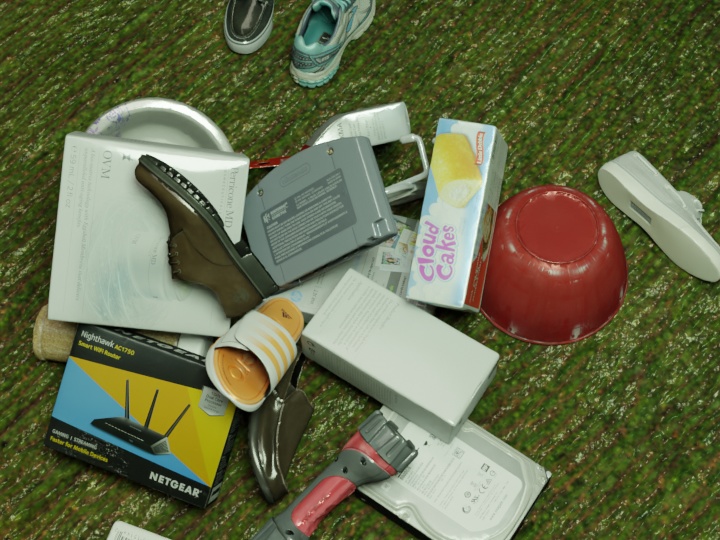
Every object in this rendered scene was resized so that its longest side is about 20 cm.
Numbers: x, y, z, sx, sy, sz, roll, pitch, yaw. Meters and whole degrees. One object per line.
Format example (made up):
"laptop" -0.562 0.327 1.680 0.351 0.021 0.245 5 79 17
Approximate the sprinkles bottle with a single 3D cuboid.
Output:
"sprinkles bottle" -0.274 0.085 1.335 0.199 0.068 0.069 8 63 6

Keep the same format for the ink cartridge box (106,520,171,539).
"ink cartridge box" -0.199 0.377 1.194 0.199 0.045 0.177 18 64 11

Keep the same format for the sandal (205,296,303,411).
"sandal" -0.101 0.070 1.247 0.079 0.059 0.207 41 31 -6

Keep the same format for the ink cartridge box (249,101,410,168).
"ink cartridge box" -0.047 -0.166 1.411 0.199 0.160 0.048 -11 99 -5

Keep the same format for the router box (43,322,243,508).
"router box" -0.233 0.154 1.269 0.199 0.051 0.150 18 95 10

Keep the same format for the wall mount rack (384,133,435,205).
"wall mount rack" 0.020 -0.111 1.374 0.173 0.200 0.075 -18 88 23

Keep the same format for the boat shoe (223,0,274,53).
"boat shoe" -0.145 -0.390 1.584 0.068 0.057 0.201 10 63 7

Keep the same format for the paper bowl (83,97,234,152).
"paper bowl" -0.245 -0.106 1.384 0.199 0.104 0.202 -1 98 -8

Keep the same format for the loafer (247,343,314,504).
"loafer" -0.087 0.160 1.287 0.071 0.073 0.201 -3 63 1

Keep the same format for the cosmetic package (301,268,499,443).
"cosmetic package" 0.043 0.094 1.278 0.199 0.074 0.102 32 69 14

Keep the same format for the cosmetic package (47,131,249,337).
"cosmetic package" -0.234 -0.042 1.282 0.199 0.123 0.201 6 97 -12

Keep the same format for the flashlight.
"flashlight" -0.029 0.240 1.218 0.200 0.068 0.068 -46 74 -1

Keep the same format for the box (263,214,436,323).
"box" 0.000 0.000 1.386 0.199 0.041 0.157 13 65 8

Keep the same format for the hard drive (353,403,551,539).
"hard drive" 0.091 0.227 1.268 0.199 0.038 0.140 32 67 17

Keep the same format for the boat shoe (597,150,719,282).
"boat shoe" 0.378 -0.071 1.402 0.068 0.072 0.200 -35 58 -15

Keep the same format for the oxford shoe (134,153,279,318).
"oxford shoe" -0.175 -0.031 1.195 0.084 0.073 0.200 -38 103 0

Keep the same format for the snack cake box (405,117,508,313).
"snack cake box" 0.110 -0.058 1.285 0.067 0.115 0.201 10 87 14

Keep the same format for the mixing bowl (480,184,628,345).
"mixing bowl" 0.226 -0.025 1.356 0.199 0.109 0.201 0 62 0

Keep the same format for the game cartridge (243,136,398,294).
"game cartridge" -0.052 -0.067 1.302 0.040 0.199 0.134 -7 76 -51

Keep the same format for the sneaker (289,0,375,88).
"sneaker" -0.032 -0.341 1.539 0.077 0.086 0.201 18 65 10
